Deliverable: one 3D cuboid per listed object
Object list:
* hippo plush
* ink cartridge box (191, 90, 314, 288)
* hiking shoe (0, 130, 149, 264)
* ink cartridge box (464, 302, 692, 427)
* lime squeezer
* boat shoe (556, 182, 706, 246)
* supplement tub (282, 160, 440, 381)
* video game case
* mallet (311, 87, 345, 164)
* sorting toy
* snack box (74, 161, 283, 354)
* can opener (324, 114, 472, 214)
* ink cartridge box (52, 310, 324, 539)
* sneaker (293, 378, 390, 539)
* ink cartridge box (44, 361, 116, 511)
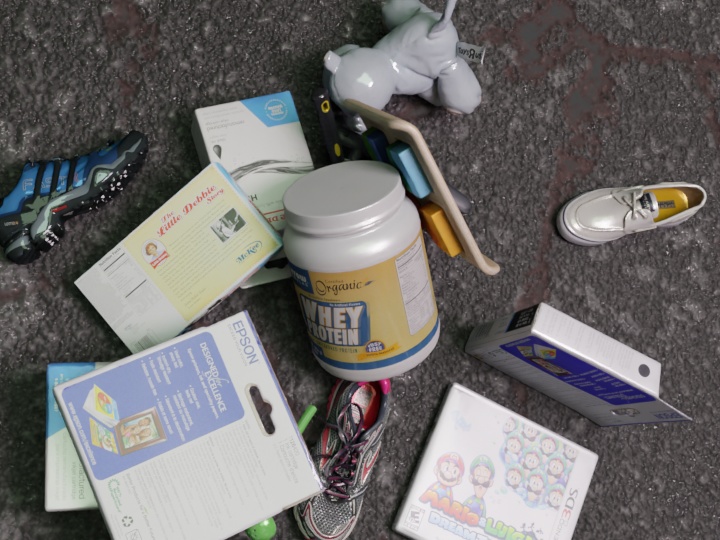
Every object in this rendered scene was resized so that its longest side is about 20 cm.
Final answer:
[{"bbox_3d":[0.044,-0.222,1.099,0.161,0.200,0.159,-34,115,-4],"label":"hippo plush"},{"bbox_3d":[-0.109,-0.092,1.064,0.116,0.067,0.200,-15,81,-18],"label":"ink cartridge box"},{"bbox_3d":[-0.318,-0.099,1.005,0.200,0.074,0.087,-43,90,-21],"label":"hiking shoe"},{"bbox_3d":[0.238,0.110,1.038,0.200,0.198,0.043,29,73,-7],"label":"ink cartridge box"},{"bbox_3d":[-0.085,0.237,0.965,0.071,0.038,0.200,15,84,-40],"label":"lime squeezer"},{"bbox_3d":[0.347,-0.078,1.184,0.200,0.070,0.071,-7,78,-17],"label":"boat shoe"},{"bbox_3d":[0.000,0.000,0.987,0.145,0.145,0.200,-26,122,-20],"label":"supplement tub"},{"bbox_3d":[0.158,0.253,1.071,0.200,0.024,0.182,27,70,-7],"label":"video game case"},{"bbox_3d":[-0.031,-0.111,1.042,0.066,0.200,0.041,-37,47,-10],"label":"mallet"},{"bbox_3d":[0.056,-0.089,0.997,0.036,0.185,0.200,-37,114,-4],"label":"sorting toy"},{"bbox_3d":[-0.191,-0.008,0.995,0.200,0.037,0.116,-40,88,5],"label":"snack box"},{"bbox_3d":[0.045,-0.118,1.116,0.200,0.063,0.079,30,70,-6],"label":"can opener"},{"bbox_3d":[-0.166,0.167,0.906,0.200,0.047,0.198,-21,83,-21],"label":"ink cartridge box"},{"bbox_3d":[-0.020,0.196,1.010,0.081,0.075,0.200,17,73,-10],"label":"sneaker"},{"bbox_3d":[-0.217,0.167,0.958,0.200,0.084,0.145,0,77,-16],"label":"ink cartridge box"}]
